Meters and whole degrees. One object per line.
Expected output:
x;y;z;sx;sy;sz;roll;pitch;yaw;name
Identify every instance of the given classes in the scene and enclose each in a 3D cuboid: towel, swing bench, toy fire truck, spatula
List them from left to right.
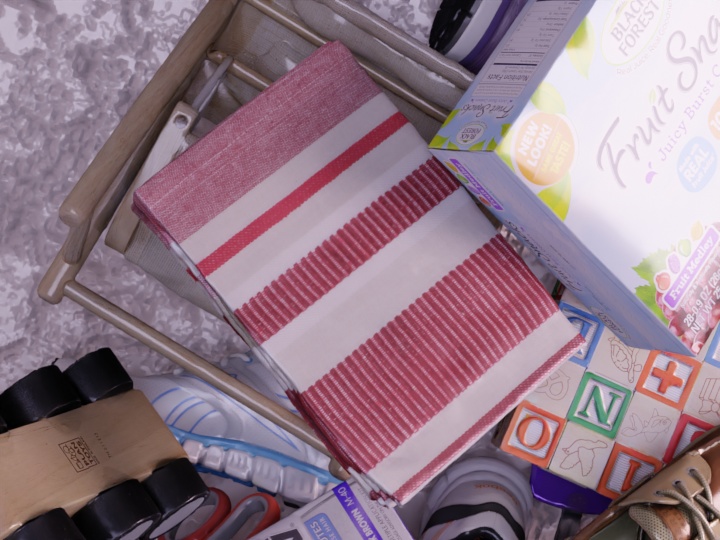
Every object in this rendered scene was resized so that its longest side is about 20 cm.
-0.207;0.132;1.181;0.200;0.176;0.129;-43;79;26;toy fire truck
-0.033;-0.035;1.217;0.198;0.130;0.201;31;66;-1;swing bench
0.000;0.000;1.133;0.144;0.023;0.200;-38;86;-25;towel
0.111;0.170;1.299;0.056;0.021;0.202;11;98;1;spatula

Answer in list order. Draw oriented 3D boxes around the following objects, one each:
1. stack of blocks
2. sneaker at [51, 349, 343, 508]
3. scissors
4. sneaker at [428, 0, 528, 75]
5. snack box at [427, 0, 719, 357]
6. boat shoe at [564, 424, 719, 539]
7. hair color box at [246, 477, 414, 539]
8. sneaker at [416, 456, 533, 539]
0.184;0.082;1.257;0.199;0.059;0.116;23;88;-1;stack of blocks
-0.073;0.073;1.279;0.198;0.075;0.087;18;80;-1;sneaker
-0.124;0.180;1.213;0.200;0.073;0.014;-42;127;-28;scissors
0.122;-0.184;1.239;0.087;0.076;0.201;28;102;-16;sneaker
0.154;-0.086;1.180;0.169;0.068;0.201;43;71;-26;snack box
0.161;0.139;1.184;0.199;0.074;0.076;-37;78;-1;boat shoe
-0.050;0.203;1.181;0.199;0.065;0.110;-31;65;-8;hair color box
0.038;0.202;1.271;0.073;0.080;0.201;17;108;-2;sneaker
